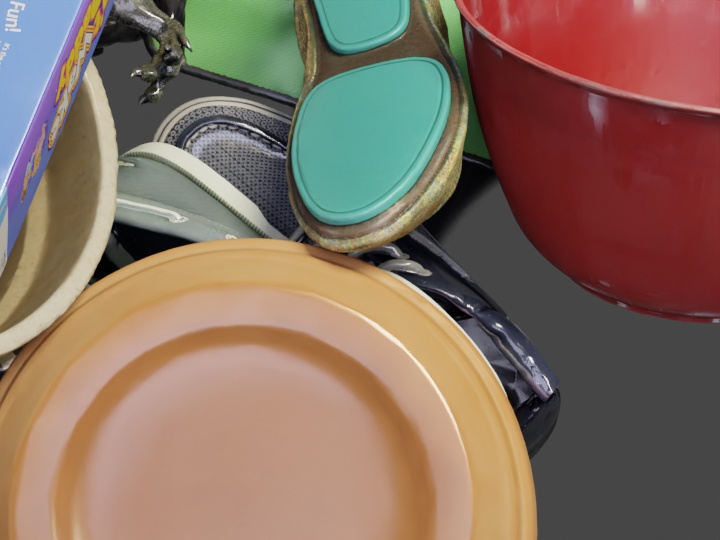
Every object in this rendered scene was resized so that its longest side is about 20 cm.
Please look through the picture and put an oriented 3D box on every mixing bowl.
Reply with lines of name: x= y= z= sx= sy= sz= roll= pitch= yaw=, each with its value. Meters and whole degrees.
mixing bowl: x=0.128 y=-0.049 z=1.001 sx=0.200 sy=0.200 sz=0.109 roll=5 pitch=115 yaw=-1

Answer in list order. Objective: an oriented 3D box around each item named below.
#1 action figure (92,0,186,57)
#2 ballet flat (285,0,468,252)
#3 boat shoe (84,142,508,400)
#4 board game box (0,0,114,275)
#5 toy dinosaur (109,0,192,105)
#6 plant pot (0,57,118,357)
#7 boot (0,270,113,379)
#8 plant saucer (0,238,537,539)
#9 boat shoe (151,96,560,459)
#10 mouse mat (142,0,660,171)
action figure: x=-0.135 y=-0.133 z=1.033 sx=0.199 sy=0.102 sz=0.119 roll=-8 pitch=71 yaw=1
ballet flat: x=0.009 y=-0.061 z=0.996 sx=0.070 sy=0.071 sz=0.200 roll=-2 pitch=41 yaw=-2
boat shoe: x=-0.034 y=0.023 z=0.972 sx=0.200 sy=0.062 sz=0.073 roll=35 pitch=127 yaw=24
board game box: x=-0.150 y=-0.098 z=0.862 sx=0.134 sy=0.045 sz=0.200 roll=17 pitch=58 yaw=2
toy dinosaur: x=-0.092 y=-0.114 z=0.960 sx=0.047 sy=0.200 sz=0.088 roll=-41 pitch=43 yaw=32
plant pot: x=-0.217 y=-0.015 z=0.964 sx=0.200 sy=0.183 sz=0.201 roll=17 pitch=55 yaw=-26
boot: x=-0.054 y=0.069 z=1.020 sx=0.200 sy=0.073 sz=0.151 roll=-10 pitch=48 yaw=-37
plant saucer: x=-0.039 y=0.084 z=0.902 sx=0.200 sy=0.037 sz=0.201 roll=0 pitch=77 yaw=0
boat shoe: x=0.000 y=0.000 z=1.030 sx=0.200 sy=0.093 sz=0.075 roll=38 pitch=86 yaw=2
mouse mat: x=0.026 y=-0.133 z=1.083 sx=0.199 sy=0.008 sz=0.161 roll=18 pitch=86 yaw=-1
